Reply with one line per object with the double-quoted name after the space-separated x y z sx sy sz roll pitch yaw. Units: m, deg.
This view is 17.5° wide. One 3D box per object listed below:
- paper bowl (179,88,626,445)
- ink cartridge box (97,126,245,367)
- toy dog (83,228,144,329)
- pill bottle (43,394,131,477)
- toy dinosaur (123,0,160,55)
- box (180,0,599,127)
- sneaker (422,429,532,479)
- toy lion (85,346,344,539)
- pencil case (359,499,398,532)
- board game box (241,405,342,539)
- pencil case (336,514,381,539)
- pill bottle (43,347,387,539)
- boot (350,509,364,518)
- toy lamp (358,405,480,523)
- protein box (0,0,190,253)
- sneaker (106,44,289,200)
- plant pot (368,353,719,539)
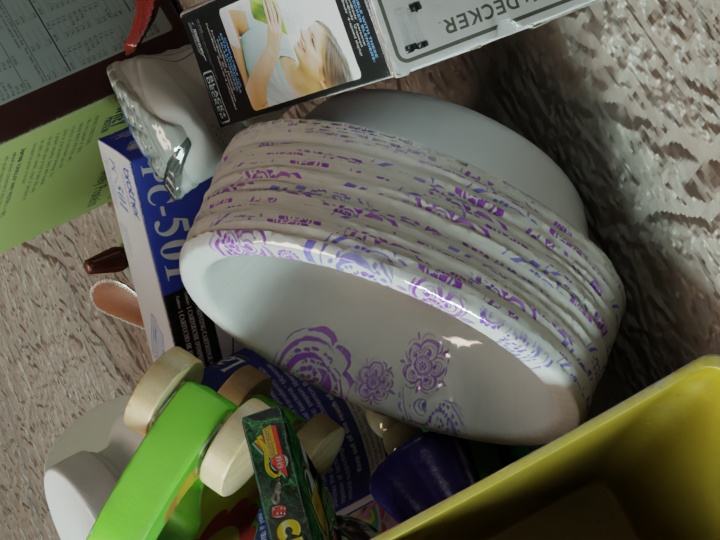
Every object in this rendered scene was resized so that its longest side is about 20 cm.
0.025 -0.007 1.073 0.199 0.105 0.201 19 159 8 "paper bowl"
-0.087 -0.002 1.385 0.044 0.094 0.201 32 142 49 "ink cartridge box"
-0.129 0.025 1.498 0.132 0.096 0.201 32 141 51 "toy dog"
-0.126 0.188 1.576 0.119 0.119 0.201 23 149 56 "pill bottle"
-0.144 -0.228 1.223 0.180 0.200 0.106 24 128 9 "toy dinosaur"
0.011 -0.119 1.041 0.200 0.116 0.061 -5 106 66 "box"
0.065 0.144 1.196 0.084 0.073 0.201 122 140 -52 "sneaker"
-0.095 0.142 1.182 0.068 0.193 0.200 32 -179 15 "toy lion"
0.075 0.201 1.270 0.200 0.087 0.088 49 153 32 "pencil case"
-0.012 0.171 1.053 0.105 0.023 0.201 61 -168 -59 "board game box"
-0.040 0.178 1.165 0.089 0.200 0.078 -22 88 25 "pencil case"
-0.074 0.113 1.343 0.116 0.199 0.116 45 150 35 "pill bottle"
-0.080 0.213 1.480 0.077 0.198 0.157 -116 14 -75 "boot"
0.001 0.056 1.191 0.201 0.058 0.058 55 155 27 "toy lamp"
-0.230 -0.108 1.441 0.135 0.199 0.199 59 156 11 "protein box"
-0.073 -0.094 1.190 0.075 0.087 0.200 63 -170 -12 "sneaker"
0.107 0.178 1.068 0.201 0.199 0.176 62 170 4 "plant pot"
